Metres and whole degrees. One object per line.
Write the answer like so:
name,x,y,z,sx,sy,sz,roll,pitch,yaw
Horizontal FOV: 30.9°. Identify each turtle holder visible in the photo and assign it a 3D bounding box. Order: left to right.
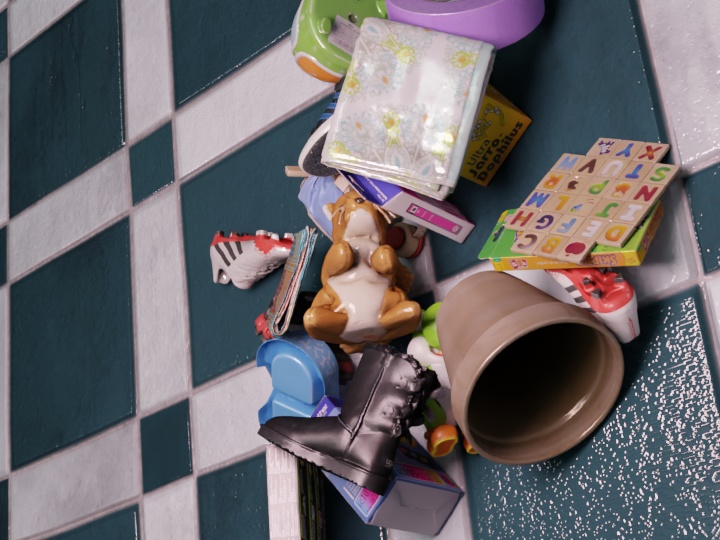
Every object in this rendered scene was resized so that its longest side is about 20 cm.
turtle holder,-0.037,-0.355,1.863,0.132,0.141,0.186,-33,64,54

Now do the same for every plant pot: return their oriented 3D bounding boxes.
plant pot,0.171,0.092,1.488,0.200,0.200,0.174,-56,36,16

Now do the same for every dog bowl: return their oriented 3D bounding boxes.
dog bowl,-0.079,0.165,1.735,0.111,0.050,0.200,21,129,27

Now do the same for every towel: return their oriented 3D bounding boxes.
towel,-0.094,0.015,1.705,0.200,0.022,0.147,-179,108,-82
towel,0.057,-0.198,1.569,0.171,0.048,0.200,16,83,12

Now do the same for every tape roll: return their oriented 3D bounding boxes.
tape roll,0.132,-0.348,1.660,0.200,0.066,0.200,-10,37,8

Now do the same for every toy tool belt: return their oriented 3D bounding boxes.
toy tool belt,-0.015,-0.083,1.762,0.200,0.123,0.125,43,112,43

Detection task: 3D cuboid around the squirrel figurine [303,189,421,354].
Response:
squirrel figurine,0.000,0.000,1.646,0.141,0.200,0.187,-8,70,3

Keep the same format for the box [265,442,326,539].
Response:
box,-0.078,0.335,1.656,0.047,0.193,0.200,-7,70,9

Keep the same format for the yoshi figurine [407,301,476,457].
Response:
yoshi figurine,0.107,0.120,1.602,0.112,0.112,0.200,-27,56,18

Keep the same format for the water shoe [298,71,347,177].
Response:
water shoe,-0.010,-0.207,1.699,0.200,0.071,0.079,-48,33,24

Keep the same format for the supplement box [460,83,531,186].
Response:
supplement box,0.107,-0.216,1.697,0.109,0.109,0.200,-56,46,16

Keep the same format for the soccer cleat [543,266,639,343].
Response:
soccer cleat,0.263,0.013,1.505,0.069,0.085,0.200,-30,30,-4

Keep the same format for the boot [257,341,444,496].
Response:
boot,-0.011,0.162,1.540,0.198,0.073,0.163,18,78,34

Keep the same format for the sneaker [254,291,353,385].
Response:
sneaker,-0.070,0.085,1.802,0.200,0.071,0.098,37,106,46

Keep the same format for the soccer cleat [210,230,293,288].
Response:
soccer cleat,-0.154,-0.015,1.915,0.200,0.069,0.085,3,88,48

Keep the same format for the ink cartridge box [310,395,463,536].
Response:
ink cartridge box,0.015,0.234,1.625,0.200,0.136,0.076,42,104,43

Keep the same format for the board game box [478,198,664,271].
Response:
board game box,0.239,-0.040,1.493,0.200,0.030,0.096,0,40,34

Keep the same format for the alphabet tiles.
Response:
alphabet tiles,0.265,-0.084,1.496,0.166,0.006,0.200,13,54,46

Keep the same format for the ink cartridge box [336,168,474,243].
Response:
ink cartridge box,0.054,-0.097,1.646,0.037,0.200,0.095,-55,48,16
